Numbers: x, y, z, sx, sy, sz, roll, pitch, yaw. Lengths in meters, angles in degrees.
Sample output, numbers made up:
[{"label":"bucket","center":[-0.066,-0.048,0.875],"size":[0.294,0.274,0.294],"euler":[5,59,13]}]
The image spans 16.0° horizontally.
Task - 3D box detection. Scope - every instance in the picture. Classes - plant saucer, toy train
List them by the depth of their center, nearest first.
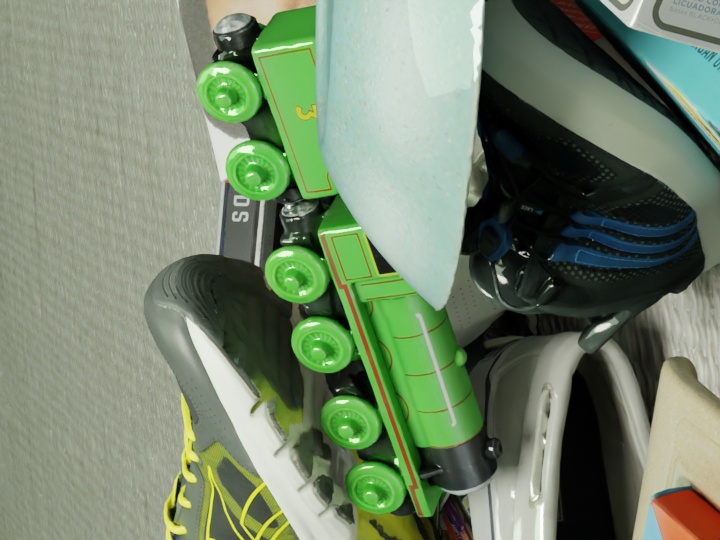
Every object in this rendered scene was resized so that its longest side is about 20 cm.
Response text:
[{"label":"plant saucer","center":[0.008,-0.089,0.747],"size":[0.201,0.039,0.202],"euler":[-178,90,-87]},{"label":"toy train","center":[0.000,0.000,0.872],"size":[0.042,0.056,0.201],"euler":[-65,-39,-54]}]

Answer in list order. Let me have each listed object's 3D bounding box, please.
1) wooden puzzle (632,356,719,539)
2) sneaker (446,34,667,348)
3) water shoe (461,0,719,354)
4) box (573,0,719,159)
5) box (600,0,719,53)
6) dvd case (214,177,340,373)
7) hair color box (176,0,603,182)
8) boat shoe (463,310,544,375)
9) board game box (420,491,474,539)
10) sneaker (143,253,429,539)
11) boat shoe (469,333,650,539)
[{"label":"wooden puzzle","center":[0.116,0.149,0.724],"size":[0.200,0.037,0.186],"euler":[-131,41,-53]},{"label":"sneaker","center":[0.037,-0.015,0.922],"size":[0.200,0.088,0.075],"euler":[-44,68,42]},{"label":"water shoe","center":[0.066,-0.019,0.787],"size":[0.072,0.079,0.200],"euler":[46,-175,25]},{"label":"box","center":[0.125,-0.039,0.694],"size":[0.082,0.049,0.200],"euler":[43,-173,-31]},{"label":"box","center":[0.107,-0.163,0.636],"size":[0.201,0.060,0.117],"euler":[-70,26,18]},{"label":"dvd case","center":[-0.012,-0.042,1.043],"size":[0.150,0.025,0.201],"euler":[17,-103,-63]},{"label":"hair color box","center":[0.025,-0.111,0.885],"size":[0.200,0.061,0.102],"euler":[-30,68,39]},{"label":"boat shoe","center":[0.053,0.027,1.027],"size":[0.093,0.074,0.201],"euler":[36,139,59]},{"label":"board game box","center":[0.061,0.154,1.008],"size":[0.201,0.023,0.105],"euler":[63,163,-1]},{"label":"sneaker","center":[-0.041,0.080,0.937],"size":[0.075,0.084,0.200],"euler":[-84,-27,-50]},{"label":"boat shoe","center":[0.086,0.121,0.921],"size":[0.066,0.072,0.201],"euler":[-21,71,59]}]
